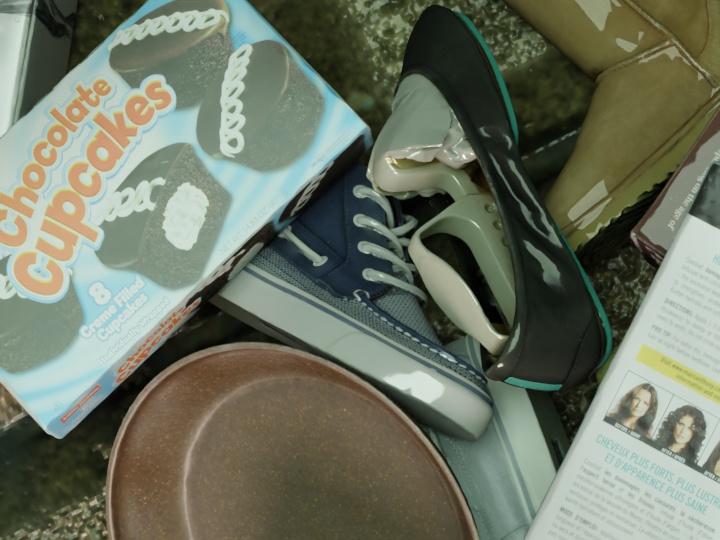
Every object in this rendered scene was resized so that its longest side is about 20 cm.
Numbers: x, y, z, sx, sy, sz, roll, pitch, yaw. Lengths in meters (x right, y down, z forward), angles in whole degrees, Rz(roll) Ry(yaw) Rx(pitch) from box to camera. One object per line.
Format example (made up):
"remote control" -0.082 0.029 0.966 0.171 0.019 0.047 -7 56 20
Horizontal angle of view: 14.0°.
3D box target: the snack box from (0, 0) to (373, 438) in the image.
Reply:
"snack box" -0.105 -0.034 1.336 0.200 0.037 0.116 -44 78 -3

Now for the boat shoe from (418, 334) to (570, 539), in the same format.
"boat shoe" 0.070 0.126 1.342 0.071 0.070 0.202 -23 71 15

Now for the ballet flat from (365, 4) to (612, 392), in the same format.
"ballet flat" 0.047 -0.035 1.315 0.068 0.068 0.201 -10 61 -26

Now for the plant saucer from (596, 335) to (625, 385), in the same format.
"plant saucer" 0.245 0.042 1.332 0.200 0.048 0.200 41 89 15

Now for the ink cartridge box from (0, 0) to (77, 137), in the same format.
"ink cartridge box" -0.217 -0.116 1.425 0.146 0.083 0.201 7 81 11

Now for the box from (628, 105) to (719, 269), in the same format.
"box" 0.228 0.004 1.280 0.200 0.075 0.100 35 89 16

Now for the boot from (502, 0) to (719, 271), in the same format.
"boot" 0.089 -0.116 1.385 0.175 0.066 0.200 -40 76 -12

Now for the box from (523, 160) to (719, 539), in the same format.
"box" 0.142 0.062 1.233 0.082 0.049 0.201 28 95 16

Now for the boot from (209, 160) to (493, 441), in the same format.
"boot" 0.000 0.000 1.345 0.200 0.073 0.091 29 82 37

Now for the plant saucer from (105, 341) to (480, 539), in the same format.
"plant saucer" -0.024 0.122 1.331 0.200 0.037 0.201 11 114 26
